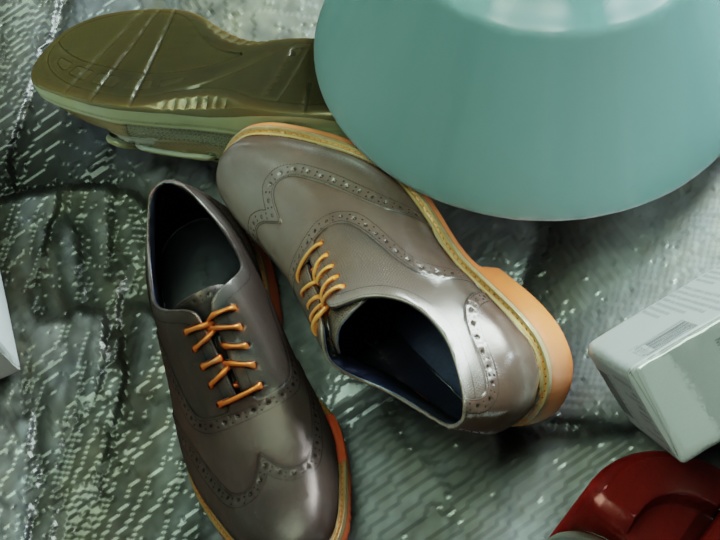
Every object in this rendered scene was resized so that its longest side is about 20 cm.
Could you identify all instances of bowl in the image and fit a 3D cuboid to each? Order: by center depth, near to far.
[{"bbox_3d":[0.080,-0.130,1.252,0.201,0.105,0.201,0,52,-1],"label":"bowl"}]

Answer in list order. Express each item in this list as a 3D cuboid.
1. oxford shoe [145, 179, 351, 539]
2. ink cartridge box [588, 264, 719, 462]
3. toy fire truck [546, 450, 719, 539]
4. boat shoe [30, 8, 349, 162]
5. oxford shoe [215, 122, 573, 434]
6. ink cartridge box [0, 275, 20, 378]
[{"bbox_3d":[-0.059,0.048,1.252,0.071,0.073,0.200,-26,54,4],"label":"oxford shoe"},{"bbox_3d":[0.179,0.005,1.118,0.176,0.200,0.045,-32,91,1],"label":"ink cartridge box"},{"bbox_3d":[0.064,0.137,1.075,0.200,0.129,0.176,38,49,7],"label":"toy fire truck"},{"bbox_3d":[-0.066,-0.076,1.346,0.200,0.063,0.073,7,47,28],"label":"boat shoe"},{"bbox_3d":[0.000,0.000,1.236,0.200,0.073,0.071,37,122,29],"label":"oxford shoe"},{"bbox_3d":[-0.286,-0.006,1.327,0.200,0.146,0.147,-22,54,7],"label":"ink cartridge box"}]
